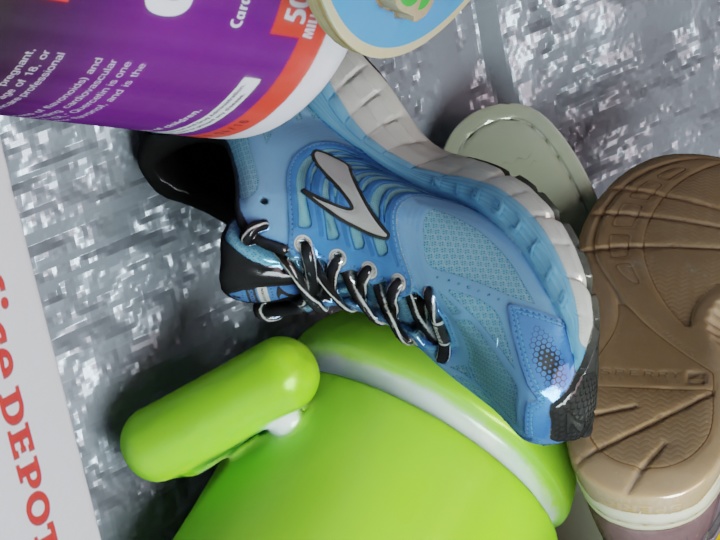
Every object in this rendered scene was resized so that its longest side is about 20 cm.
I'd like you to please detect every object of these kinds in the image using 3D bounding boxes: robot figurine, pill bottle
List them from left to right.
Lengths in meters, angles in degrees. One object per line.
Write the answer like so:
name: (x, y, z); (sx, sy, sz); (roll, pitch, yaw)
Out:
pill bottle: (-0.100, -0.101, 0.812); (0.200, 0.112, 0.113); (3, 93, -45)
robot figurine: (0.000, 0.097, 0.931); (0.175, 0.116, 0.200); (46, 63, -32)

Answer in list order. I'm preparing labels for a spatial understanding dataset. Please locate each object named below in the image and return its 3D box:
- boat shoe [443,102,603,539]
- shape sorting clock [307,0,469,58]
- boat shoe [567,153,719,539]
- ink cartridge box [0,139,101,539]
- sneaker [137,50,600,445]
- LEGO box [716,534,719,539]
boat shoe: (0.067, 0.037, 1.031); (0.061, 0.072, 0.201); (-27, 107, -86)
shape sorting clock: (0.034, -0.158, 0.807); (0.200, 0.039, 0.200); (-45, 147, -41)
boat shoe: (0.109, 0.032, 0.960); (0.200, 0.072, 0.065); (-75, 168, -52)
ink cartridge box: (-0.184, 0.056, 0.767); (0.200, 0.086, 0.147); (-27, 113, -38)
sneaker: (0.000, 0.000, 0.883); (0.090, 0.200, 0.078); (-29, 138, -25)
LEGO box: (0.179, 0.112, 1.136); (0.200, 0.077, 0.149); (26, 77, -43)
